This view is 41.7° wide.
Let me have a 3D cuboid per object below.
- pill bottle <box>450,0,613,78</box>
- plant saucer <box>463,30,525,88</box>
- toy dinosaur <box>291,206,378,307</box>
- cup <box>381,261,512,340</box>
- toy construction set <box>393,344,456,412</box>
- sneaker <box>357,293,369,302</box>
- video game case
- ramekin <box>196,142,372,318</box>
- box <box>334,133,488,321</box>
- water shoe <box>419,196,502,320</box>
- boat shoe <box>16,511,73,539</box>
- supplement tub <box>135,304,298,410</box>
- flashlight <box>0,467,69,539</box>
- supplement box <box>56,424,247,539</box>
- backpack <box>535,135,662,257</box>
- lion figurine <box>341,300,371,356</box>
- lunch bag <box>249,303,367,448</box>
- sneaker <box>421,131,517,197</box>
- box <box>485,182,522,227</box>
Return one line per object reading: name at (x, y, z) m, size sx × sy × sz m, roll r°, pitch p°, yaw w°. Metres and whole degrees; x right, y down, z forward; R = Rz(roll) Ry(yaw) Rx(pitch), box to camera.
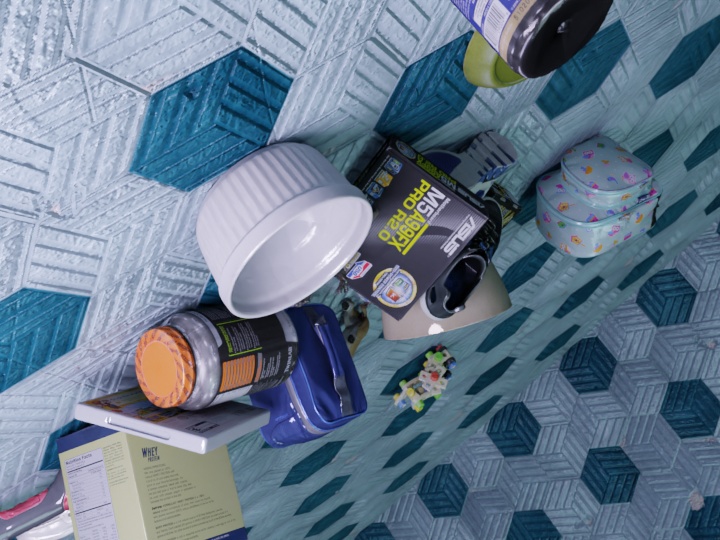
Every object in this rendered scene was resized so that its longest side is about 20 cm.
pill bottle at (0.120, -0.275, 0.828) m, size 0.111 × 0.201 × 0.112 m, roll -31°, pitch 159°, yaw -14°
plant saucer at (0.214, -0.298, 1.175) m, size 0.198 × 0.031 × 0.201 m, roll -33°, pitch 159°, yaw -14°
toy dinosaur at (-0.059, -0.007, 1.177) m, size 0.196 × 0.090 × 0.047 m, roll -19°, pitch 172°, yaw 1°
cup at (0.112, 0.006, 1.405) m, size 0.196 × 0.146 × 0.200 m, roll -15°, pitch -177°, yaw 1°
toy construction set at (0.148, 0.240, 2.089) m, size 0.130 × 0.093 × 0.200 m, roll -29°, pitch 168°, yaw -22°
sneaker at (0.000, 0.000, 1.400) m, size 0.071 × 0.074 × 0.200 m, roll 5°, pitch 165°, yaw 3°
video game case at (-0.233, 0.183, 1.203) m, size 0.200 × 0.178 × 0.023 m, roll -6°, pitch 107°, yaw -73°
ramekin at (-0.093, -0.051, 1.073) m, size 0.198 × 0.106 × 0.201 m, roll -32°, pitch 158°, yaw -15°
box at (0.046, -0.052, 1.230) m, size 0.201 × 0.159 × 0.045 m, roll -49°, pitch -168°, yaw 29°
water shoe at (0.155, -0.016, 1.286) m, size 0.079 × 0.071 × 0.202 m, roll -14°, pitch -138°, yaw 61°
boat shoe at (-0.416, 0.332, 1.392) m, size 0.197 × 0.071 × 0.070 m, roll -22°, pitch 128°, yaw -20°
supplement tub at (-0.184, 0.108, 1.221) m, size 0.198 × 0.123 × 0.123 m, roll -9°, pitch 145°, yaw -51°
flashlight at (-0.452, 0.320, 1.306) m, size 0.197 × 0.069 × 0.067 m, roll -23°, pitch -163°, yaw -24°
supplement box at (-0.283, 0.302, 1.297) m, size 0.132 × 0.204 × 0.199 m, roll -21°, pitch 168°, yaw 28°
backpack at (0.402, -0.125, 1.638) m, size 0.198 × 0.176 × 0.155 m, roll -31°, pitch 141°, yaw -15°
lion figurine at (-0.029, 0.126, 1.584) m, size 0.200 × 0.073 × 0.122 m, roll -48°, pitch 165°, yaw 13°
lunch bag at (-0.081, 0.140, 1.365) m, size 0.131 × 0.203 × 0.135 m, roll -27°, pitch 168°, yaw 30°
sneaker at (0.134, -0.116, 1.342) m, size 0.197 × 0.081 × 0.116 m, roll -23°, pitch 152°, yaw -38°
box at (0.162, -0.059, 1.548) m, size 0.200 × 0.050 × 0.159 m, roll -45°, pitch 161°, yaw 16°
